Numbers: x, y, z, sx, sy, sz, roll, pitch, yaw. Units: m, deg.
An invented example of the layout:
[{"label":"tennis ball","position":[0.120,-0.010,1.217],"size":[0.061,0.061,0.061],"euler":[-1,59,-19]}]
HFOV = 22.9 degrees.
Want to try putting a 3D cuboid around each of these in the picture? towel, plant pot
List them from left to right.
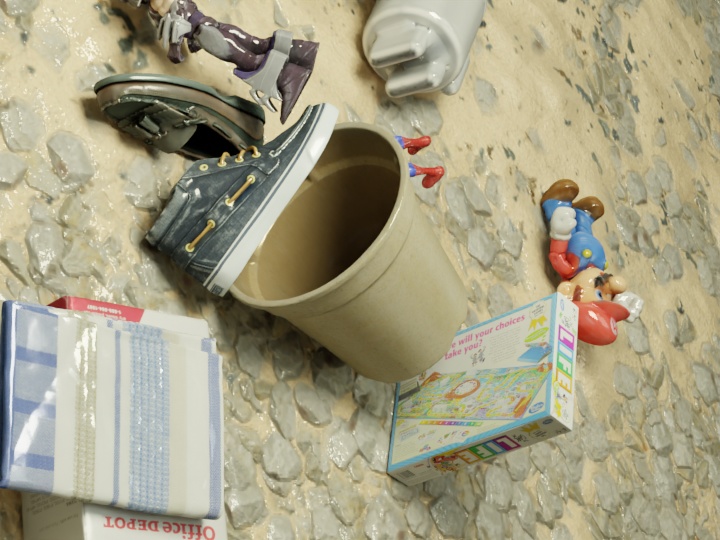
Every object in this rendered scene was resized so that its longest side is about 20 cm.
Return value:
[{"label":"towel","position":[-0.183,0.105,1.322],"size":[0.199,0.024,0.148],"euler":[15,63,-39]},{"label":"plant pot","position":[0.000,0.000,1.626],"size":[0.184,0.199,0.202],"euler":[48,39,-41]}]

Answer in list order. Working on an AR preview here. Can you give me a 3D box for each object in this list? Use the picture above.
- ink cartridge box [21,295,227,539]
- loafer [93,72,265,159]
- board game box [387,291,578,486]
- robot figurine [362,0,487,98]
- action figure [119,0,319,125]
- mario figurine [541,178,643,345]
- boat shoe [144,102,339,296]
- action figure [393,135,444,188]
[{"label":"ink cartridge box","position":[-0.188,0.134,1.385],"size":[0.147,0.085,0.202],"euler":[15,62,-44]},{"label":"loafer","position":[-0.153,-0.129,1.584],"size":[0.199,0.071,0.064],"euler":[9,71,-51]},{"label":"board game box","position":[0.115,0.114,1.676],"size":[0.034,0.199,0.135],"euler":[35,47,-34]},{"label":"robot figurine","position":[0.070,-0.270,1.893],"size":[0.170,0.112,0.201],"euler":[62,34,-32]},{"label":"action figure","position":[-0.138,-0.212,1.601],"size":[0.199,0.070,0.130],"euler":[27,21,-2]},{"label":"mario figurine","position":[0.267,-0.009,2.003],"size":[0.122,0.106,0.202],"euler":[2,56,-14]},{"label":"boat shoe","position":[-0.102,-0.083,1.552],"size":[0.091,0.071,0.201],"euler":[35,75,-6]},{"label":"action figure","position":[-0.003,-0.106,1.772],"size":[0.199,0.052,0.066],"euler":[-2,68,-46]}]
